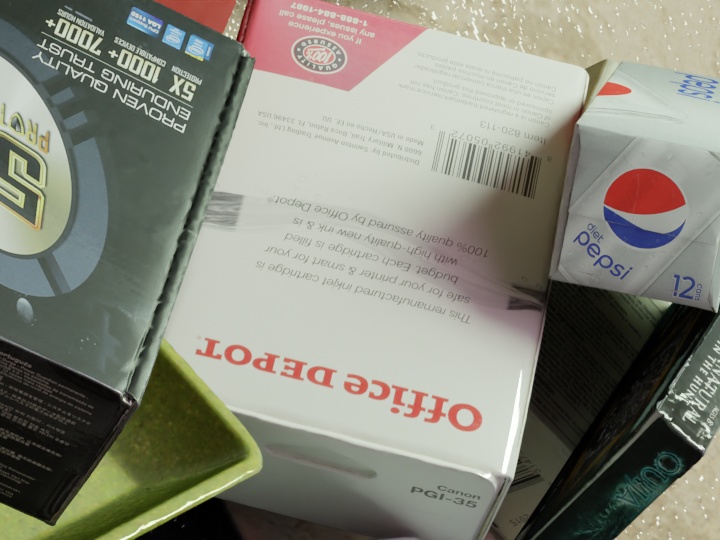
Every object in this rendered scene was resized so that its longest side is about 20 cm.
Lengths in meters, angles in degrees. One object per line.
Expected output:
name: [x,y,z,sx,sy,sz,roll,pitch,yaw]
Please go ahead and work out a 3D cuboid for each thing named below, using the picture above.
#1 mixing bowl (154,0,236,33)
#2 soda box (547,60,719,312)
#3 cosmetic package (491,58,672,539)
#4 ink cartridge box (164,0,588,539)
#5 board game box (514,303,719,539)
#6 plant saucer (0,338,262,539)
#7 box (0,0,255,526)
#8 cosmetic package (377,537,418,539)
mixing bowl: [-0.111,-0.149,1.064,0.200,0.108,0.200,31,40,-30]
soda box: [0.123,-0.039,1.136,0.200,0.068,0.064,-46,146,-74]
cosmetic package: [0.091,0.012,1.260,0.105,0.071,0.200,47,46,-20]
ink cartridge box: [0.000,0.000,1.121,0.146,0.083,0.200,15,58,-2]
board game box: [0.134,0.041,1.137,0.028,0.135,0.200,39,46,0]
plant saucer: [-0.165,0.042,0.964,0.200,0.048,0.200,47,40,16]
box: [-0.155,-0.037,0.926,0.200,0.086,0.164,26,49,-11]
cosmetic package: [-0.060,0.166,1.035,0.200,0.081,0.113,1,73,-44]
